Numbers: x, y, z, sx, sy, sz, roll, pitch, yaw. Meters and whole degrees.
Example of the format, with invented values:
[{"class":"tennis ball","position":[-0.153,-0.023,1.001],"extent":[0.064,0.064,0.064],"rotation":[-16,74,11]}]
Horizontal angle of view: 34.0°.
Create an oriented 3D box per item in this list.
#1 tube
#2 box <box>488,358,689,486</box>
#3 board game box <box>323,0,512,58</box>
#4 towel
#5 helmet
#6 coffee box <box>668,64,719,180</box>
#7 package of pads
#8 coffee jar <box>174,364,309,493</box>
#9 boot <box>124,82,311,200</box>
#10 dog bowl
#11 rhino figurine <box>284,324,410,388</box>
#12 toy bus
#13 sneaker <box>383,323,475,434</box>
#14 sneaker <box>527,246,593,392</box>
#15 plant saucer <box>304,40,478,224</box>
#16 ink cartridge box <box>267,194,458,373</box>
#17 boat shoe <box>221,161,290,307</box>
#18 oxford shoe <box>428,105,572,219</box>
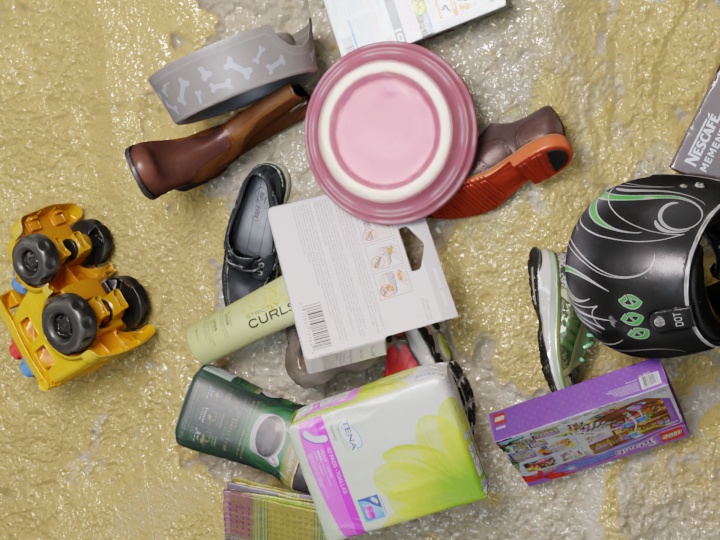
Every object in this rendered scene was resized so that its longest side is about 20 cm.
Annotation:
[{"class":"tube","position":[-0.113,0.047,1.385],"extent":[0.198,0.052,0.059],"rotation":[-26,99,18]},{"class":"box","position":[0.256,0.171,1.311],"extent":[0.197,0.137,0.040],"rotation":[-21,52,14]},{"class":"board game box","position":[0.055,-0.333,1.335],"extent":[0.197,0.064,0.150],"rotation":[-18,93,16]},{"class":"towel","position":[-0.097,0.349,1.440],"extent":[0.141,0.023,0.203],"rotation":[8,117,14]},{"class":"helmet","position":[0.308,-0.005,1.238],"extent":[0.189,0.198,0.204],"rotation":[8,100,49]},{"class":"coffee box","position":[0.424,-0.177,1.256],"extent":[0.113,0.080,0.203],"rotation":[27,101,9]},{"class":"package of pads","position":[0.029,0.201,1.319],"extent":[0.197,0.068,0.157],"rotation":[-18,99,12]},{"class":"coffee jar","position":[-0.117,0.194,1.421],"extent":[0.197,0.085,0.106],"rotation":[20,87,11]},{"class":"boot","position":[-0.154,-0.150,1.341],"extent":[0.198,0.188,0.069],"rotation":[-26,80,16]},{"class":"dog bowl","position":[-0.137,-0.220,1.322],"extent":[0.197,0.200,0.060],"rotation":[-21,94,14]},{"class":"rhino figurine","position":[-0.013,0.077,1.365],"extent":[0.198,0.059,0.089],"rotation":[-22,65,32]},{"class":"toy bus","position":[-0.381,0.046,1.458],"extent":[0.191,0.135,0.202],"rotation":[-33,86,30]},{"class":"sneaker","position":[0.071,0.129,1.388],"extent":[0.084,0.077,0.203],"rotation":[-25,83,30]},{"class":"sneaker","position":[0.246,0.068,1.336],"extent":[0.087,0.077,0.204],"rotation":[-9,98,2]},{"class":"plant saucer","position":[0.030,-0.152,1.301],"extent":[0.197,0.051,0.205],"rotation":[1,94,12]},{"class":"ink cartridge box","position":[0.000,0.000,1.328],"extent":[0.173,0.045,0.203],"rotation":[-14,60,-5]},{"class":"boat shoe","position":[-0.131,-0.030,1.411],"extent":[0.073,0.066,0.203],"rotation":[20,100,10]},{"class":"oxford shoe","position":[0.146,-0.120,1.347],"extent":[0.198,0.071,0.074],"rotation":[-23,57,22]}]
